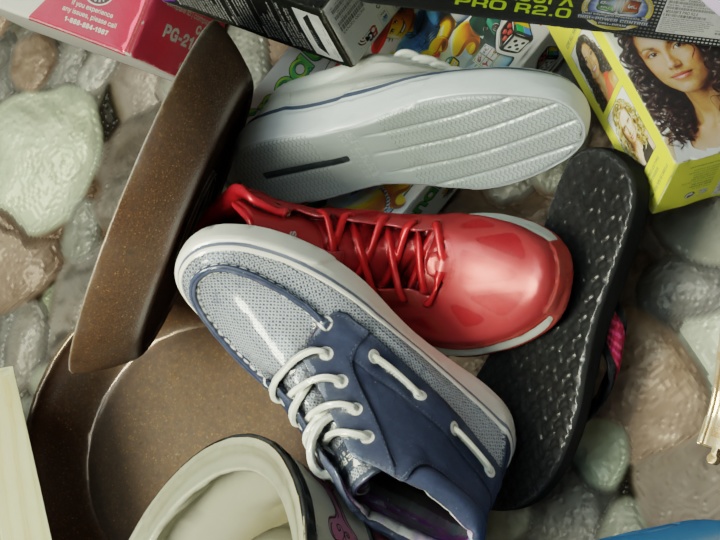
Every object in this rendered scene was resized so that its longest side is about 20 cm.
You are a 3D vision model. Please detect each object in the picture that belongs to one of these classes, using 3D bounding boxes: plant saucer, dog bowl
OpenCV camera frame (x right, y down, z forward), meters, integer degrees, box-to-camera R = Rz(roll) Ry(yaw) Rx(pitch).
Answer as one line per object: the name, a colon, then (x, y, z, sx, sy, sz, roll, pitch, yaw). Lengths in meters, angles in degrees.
plant saucer: (-0.100, -0.033, 1.385, 0.034, 0.200, 0.201, 21, 88, 1)
dog bowl: (-0.056, 0.188, 1.313, 0.200, 0.074, 0.201, -38, 41, 42)
plant saucer: (-0.096, 0.101, 1.458, 0.200, 0.037, 0.201, -7, 75, 27)

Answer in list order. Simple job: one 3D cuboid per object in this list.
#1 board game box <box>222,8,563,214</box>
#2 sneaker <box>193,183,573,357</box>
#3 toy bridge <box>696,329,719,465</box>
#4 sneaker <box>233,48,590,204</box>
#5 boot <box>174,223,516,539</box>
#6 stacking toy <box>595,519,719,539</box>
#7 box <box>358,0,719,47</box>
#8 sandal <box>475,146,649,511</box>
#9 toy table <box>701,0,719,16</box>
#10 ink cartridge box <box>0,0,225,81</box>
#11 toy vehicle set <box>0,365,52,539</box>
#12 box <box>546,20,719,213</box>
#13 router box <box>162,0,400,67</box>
board game box: (0.016, -0.096, 1.445, 0.126, 0.035, 0.200, 44, 100, 30)
sneaker: (0.000, 0.000, 1.337, 0.200, 0.115, 0.079, -1, 84, 35)
toy bridge: (0.205, 0.001, 1.299, 0.027, 0.067, 0.200, 17, 86, 31)
sneaker: (0.027, -0.086, 1.372, 0.200, 0.073, 0.071, -5, 47, 25)
boot: (-0.011, 0.059, 1.291, 0.200, 0.090, 0.073, 33, 125, -10)
stacking toy: (0.146, 0.225, 1.267, 0.116, 0.110, 0.201, -19, 80, 44)
box: (0.101, -0.200, 1.337, 0.199, 0.044, 0.161, 7, 60, -5)
sandal: (0.109, 0.035, 1.349, 0.075, 0.045, 0.200, 32, 107, 42)
toy table: (0.241, -0.179, 1.254, 0.200, 0.117, 0.184, 19, 59, 3)
ink cartridge box: (-0.130, -0.226, 1.528, 0.145, 0.084, 0.200, 22, 90, 31)
toy vehicle set: (-0.188, 0.169, 1.447, 0.026, 0.124, 0.200, -9, 68, -16)
box: (0.142, -0.130, 1.358, 0.075, 0.050, 0.200, -17, 63, -22)
router box: (-0.009, -0.215, 1.431, 0.149, 0.051, 0.200, 23, 67, 37)
